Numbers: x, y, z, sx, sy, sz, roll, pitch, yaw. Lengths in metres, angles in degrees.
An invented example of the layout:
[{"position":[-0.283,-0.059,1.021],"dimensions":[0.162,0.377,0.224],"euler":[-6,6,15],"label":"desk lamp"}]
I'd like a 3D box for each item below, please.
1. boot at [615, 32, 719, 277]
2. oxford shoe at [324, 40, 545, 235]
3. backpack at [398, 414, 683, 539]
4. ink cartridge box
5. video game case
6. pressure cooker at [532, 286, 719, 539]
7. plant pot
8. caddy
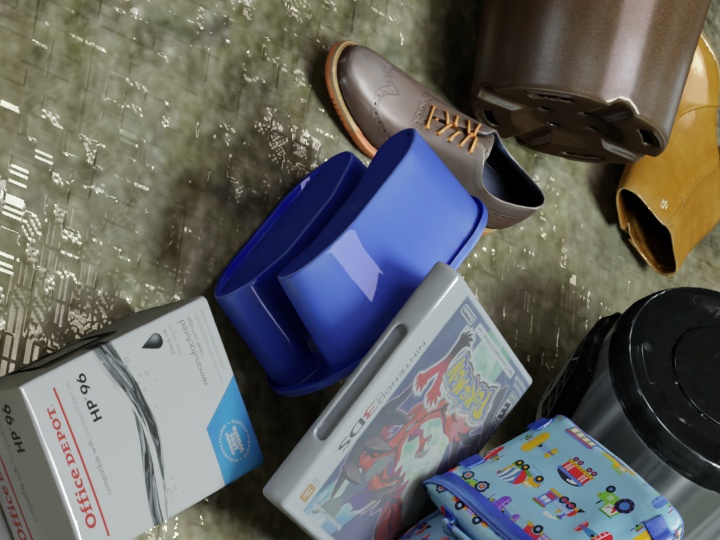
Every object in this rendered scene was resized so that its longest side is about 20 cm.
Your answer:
[{"position":[0.236,-0.109,1.829],"dimensions":[0.144,0.071,0.201],"euler":[-49,120,-43],"label":"boot"},{"position":[0.056,-0.101,1.644],"dimensions":[0.200,0.073,0.071],"euler":[39,56,-33],"label":"oxford shoe"},{"position":[0.096,0.211,1.506],"dimensions":[0.200,0.183,0.135],"euler":[-24,129,-19],"label":"backpack"},{"position":[-0.162,0.105,1.383],"dimensions":[0.200,0.068,0.116],"euler":[-28,101,-45],"label":"ink cartridge box"},{"position":[0.030,0.105,1.492],"dimensions":[0.182,0.023,0.200],"euler":[-52,153,-7],"label":"video game case"},{"position":[0.216,0.131,1.677],"dimensions":[0.176,0.200,0.179],"euler":[1,56,-28],"label":"pressure cooker"},{"position":[0.172,-0.196,1.712],"dimensions":[0.200,0.200,0.198],"euler":[26,72,-39],"label":"plant pot"},{"position":[0.000,0.000,1.519],"dimensions":[0.105,0.141,0.200],"euler":[53,50,-19],"label":"caddy"}]
